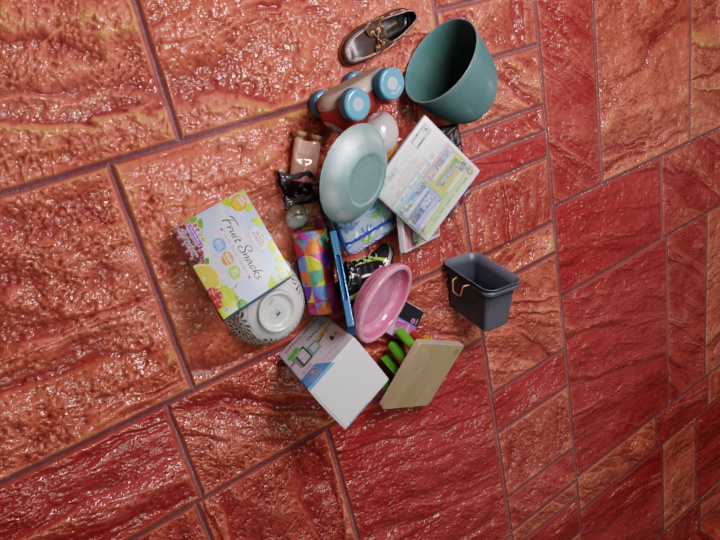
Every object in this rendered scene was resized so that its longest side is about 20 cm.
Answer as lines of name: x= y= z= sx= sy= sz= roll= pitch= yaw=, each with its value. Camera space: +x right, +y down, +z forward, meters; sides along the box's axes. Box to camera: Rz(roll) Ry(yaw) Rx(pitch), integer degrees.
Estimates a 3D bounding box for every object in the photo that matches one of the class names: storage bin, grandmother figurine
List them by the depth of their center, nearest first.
grandmother figurine: x=-0.126 y=-0.193 z=1.167 sx=0.117 sy=0.061 sz=0.207 roll=12 pitch=100 yaw=-3
storage bin: x=0.307 y=0.062 z=1.403 sx=0.141 sy=0.199 sz=0.139 roll=-15 pitch=119 yaw=-25

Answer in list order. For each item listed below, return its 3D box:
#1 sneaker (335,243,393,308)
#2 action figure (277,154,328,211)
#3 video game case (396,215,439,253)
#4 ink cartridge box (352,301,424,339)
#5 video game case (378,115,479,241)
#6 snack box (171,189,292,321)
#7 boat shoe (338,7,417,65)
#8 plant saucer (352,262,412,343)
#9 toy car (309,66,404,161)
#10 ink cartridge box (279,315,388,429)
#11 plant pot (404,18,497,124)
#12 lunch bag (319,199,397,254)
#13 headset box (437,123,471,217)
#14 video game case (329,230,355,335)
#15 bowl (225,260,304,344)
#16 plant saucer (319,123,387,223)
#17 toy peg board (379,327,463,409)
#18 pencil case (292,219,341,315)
sneaker: x=0.000 y=0.000 z=1.275 sx=0.201 sy=0.071 sz=0.083 roll=-49 pitch=117 yaw=-11
action figure: x=-0.069 y=-0.178 z=1.107 sx=0.193 sy=0.102 sz=0.123 roll=-14 pitch=105 yaw=-13
video game case: x=0.140 y=-0.136 z=1.292 sx=0.198 sy=0.017 sz=0.148 roll=-26 pitch=112 yaw=-55
ink cartridge box: x=0.070 y=0.106 z=1.364 sx=0.197 sy=0.037 sz=0.097 roll=30 pitch=87 yaw=-30
video game case: x=0.143 y=-0.202 z=1.190 sx=0.181 sy=0.022 sz=0.202 roll=38 pitch=91 yaw=-15
snack box: x=-0.256 y=-0.030 z=1.078 sx=0.166 sy=0.068 sz=0.204 roll=-31 pitch=90 yaw=-19
boat shoe: x=0.040 y=-0.519 z=1.174 sx=0.199 sy=0.070 sz=0.071 roll=-40 pitch=119 yaw=-14
plant saucer: x=0.045 y=0.069 z=1.250 sx=0.199 sy=0.050 sz=0.205 roll=-40 pitch=147 yaw=-32
toy car: x=0.013 y=-0.307 z=1.143 sx=0.174 sy=0.183 sz=0.204 roll=-33 pitch=118 yaw=-18
ink cartridge box: x=-0.066 y=0.220 z=1.215 sx=0.147 sy=0.199 sz=0.147 roll=-45 pitch=118 yaw=-12
plant pot: x=0.225 y=-0.437 z=1.232 sx=0.159 sy=0.198 sz=0.206 roll=25 pitch=90 yaw=-41
lunch bag: x=0.012 y=-0.144 z=1.243 sx=0.196 sy=0.082 sz=0.165 roll=-28 pitch=117 yaw=-20
headset box: x=0.199 y=-0.232 z=1.297 sx=0.149 sy=0.075 sz=0.206 roll=-43 pitch=125 yaw=-47
video game case: x=-0.039 y=0.033 z=1.170 sx=0.017 sy=0.143 sz=0.207 roll=-11 pitch=76 yaw=-2
bowl: x=-0.195 y=0.077 z=1.168 sx=0.195 sy=0.093 sz=0.209 roll=-8 pitch=106 yaw=-29
plant saucer: x=0.000 y=-0.185 z=1.069 sx=0.199 sy=0.038 sz=0.207 roll=-32 pitch=136 yaw=-36
toy peg board: x=0.138 y=0.244 z=1.392 sx=0.196 sy=0.098 sz=0.204 roll=9 pitch=116 yaw=-46
pencil case: x=-0.095 y=-0.004 z=1.201 sx=0.086 sy=0.088 sz=0.208 roll=-14 pitch=102 yaw=-25
